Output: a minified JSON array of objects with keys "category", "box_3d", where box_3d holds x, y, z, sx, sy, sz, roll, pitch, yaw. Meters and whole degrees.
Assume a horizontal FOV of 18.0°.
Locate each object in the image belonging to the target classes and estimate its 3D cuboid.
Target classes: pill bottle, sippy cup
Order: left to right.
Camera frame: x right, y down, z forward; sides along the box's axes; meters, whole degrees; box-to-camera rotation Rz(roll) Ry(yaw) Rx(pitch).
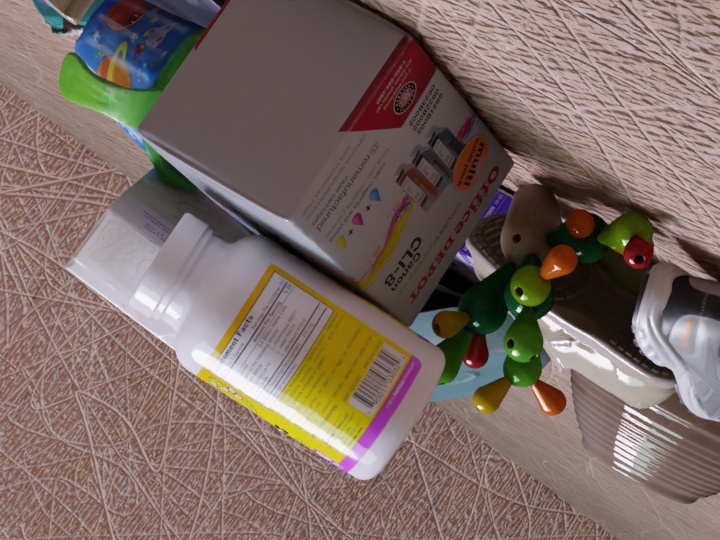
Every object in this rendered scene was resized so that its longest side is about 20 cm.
[{"category":"sippy cup","box_3d":[-0.143,-0.149,1.728,0.130,0.140,0.178,34,173,34]},{"category":"pill bottle","box_3d":[-0.051,0.046,1.509,0.200,0.104,0.104,33,174,-2]}]

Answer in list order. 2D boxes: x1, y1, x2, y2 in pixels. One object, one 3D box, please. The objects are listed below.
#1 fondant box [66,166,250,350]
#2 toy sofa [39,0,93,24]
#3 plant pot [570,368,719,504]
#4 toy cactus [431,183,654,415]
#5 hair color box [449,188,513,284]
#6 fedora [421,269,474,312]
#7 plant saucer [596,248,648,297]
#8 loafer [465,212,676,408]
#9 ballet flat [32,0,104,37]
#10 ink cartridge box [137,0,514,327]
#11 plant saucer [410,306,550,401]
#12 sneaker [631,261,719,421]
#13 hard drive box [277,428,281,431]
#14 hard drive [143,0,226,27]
[{"category":"fondant box","box_3d":[-0.122,0.000,1.659,0.144,0.058,0.200,37,-166,-3]},{"category":"toy sofa","box_3d":[-0.259,-0.256,1.758,0.200,0.083,0.098,29,171,43]},{"category":"plant pot","box_3d":[0.241,0.121,1.798,0.201,0.093,0.201,26,-173,-3]},{"category":"toy cactus","box_3d":[0.125,0.005,1.543,0.102,0.200,0.165,30,-144,-18]},{"category":"hair color box","box_3d":[0.058,-0.049,1.790,0.200,0.065,0.109,32,175,35]},{"category":"fedora","box_3d":[0.053,0.017,1.922,0.200,0.092,0.201,18,-166,-5]},{"category":"plant saucer","box_3d":[0.228,0.039,1.706,0.200,0.031,0.200,34,175,3]},{"category":"loafer","box_3d":[0.150,0.034,1.634,0.200,0.076,0.068,41,141,27]},{"category":"ballet flat","box_3d":[-0.216,-0.219,1.900,0.064,0.076,0.200,19,-173,-33]},{"category":"ink cartridge box","box_3d":[-0.018,-0.081,1.519,0.145,0.145,0.200,30,174,31]},{"category":"plant saucer","box_3d":[0.071,0.071,1.803,0.200,0.036,0.200,-8,165,-2]},{"category":"sneaker","box_3d":[0.252,0.058,1.539,0.079,0.074,0.200,11,166,33]},{"category":"hard drive box","box_3d":[-0.068,0.008,1.927,0.156,0.077,0.200,-81,-31,-61]},{"category":"hard drive","box_3d":[-0.141,-0.220,1.588,0.135,0.042,0.200,38,174,-32]}]
